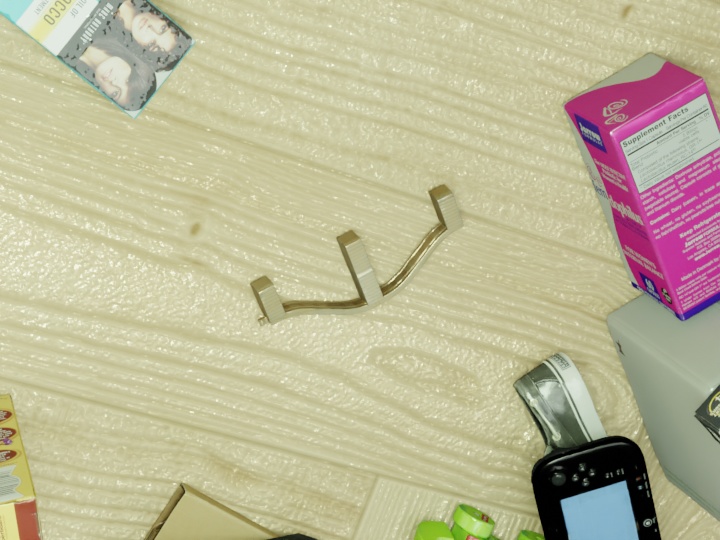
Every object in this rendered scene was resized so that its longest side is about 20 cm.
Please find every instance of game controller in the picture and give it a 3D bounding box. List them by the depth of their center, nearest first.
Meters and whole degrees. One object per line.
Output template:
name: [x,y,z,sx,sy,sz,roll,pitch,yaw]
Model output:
game controller: [0.219,0.236,1.788,0.103,0.042,0.201,-12,123,7]

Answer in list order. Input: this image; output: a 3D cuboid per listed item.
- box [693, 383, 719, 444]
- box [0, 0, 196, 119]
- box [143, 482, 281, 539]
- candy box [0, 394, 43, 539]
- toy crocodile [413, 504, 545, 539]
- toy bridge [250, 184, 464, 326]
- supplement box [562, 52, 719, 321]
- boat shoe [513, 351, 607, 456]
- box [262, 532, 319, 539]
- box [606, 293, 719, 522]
box: [0.396,0.129,1.660,0.161,0.049,0.200,-47,117,-4]
box: [-0.229,-0.211,1.523,0.200,0.049,0.083,38,92,-27]
box: [-0.124,0.301,1.757,0.199,0.021,0.164,32,94,-26]
candy box: [-0.284,0.191,1.556,0.056,0.200,0.118,-10,112,-14]
toy crocodile: [0.130,0.272,1.823,0.199,0.062,0.068,24,99,-27]
toy bridge: [0.000,0.000,1.698,0.199,0.027,0.068,-28,117,-10]
supplement box: [0.271,-0.074,1.736,0.103,0.101,0.201,-28,115,-9]
boat shoe: [0.198,0.173,1.815,0.063,0.071,0.201,-29,108,-10]
box: [-0.109,0.337,1.680,0.192,0.047,0.202,-4,102,-53]
box: [0.360,0.111,1.779,0.170,0.199,0.201,-28,115,-10]
